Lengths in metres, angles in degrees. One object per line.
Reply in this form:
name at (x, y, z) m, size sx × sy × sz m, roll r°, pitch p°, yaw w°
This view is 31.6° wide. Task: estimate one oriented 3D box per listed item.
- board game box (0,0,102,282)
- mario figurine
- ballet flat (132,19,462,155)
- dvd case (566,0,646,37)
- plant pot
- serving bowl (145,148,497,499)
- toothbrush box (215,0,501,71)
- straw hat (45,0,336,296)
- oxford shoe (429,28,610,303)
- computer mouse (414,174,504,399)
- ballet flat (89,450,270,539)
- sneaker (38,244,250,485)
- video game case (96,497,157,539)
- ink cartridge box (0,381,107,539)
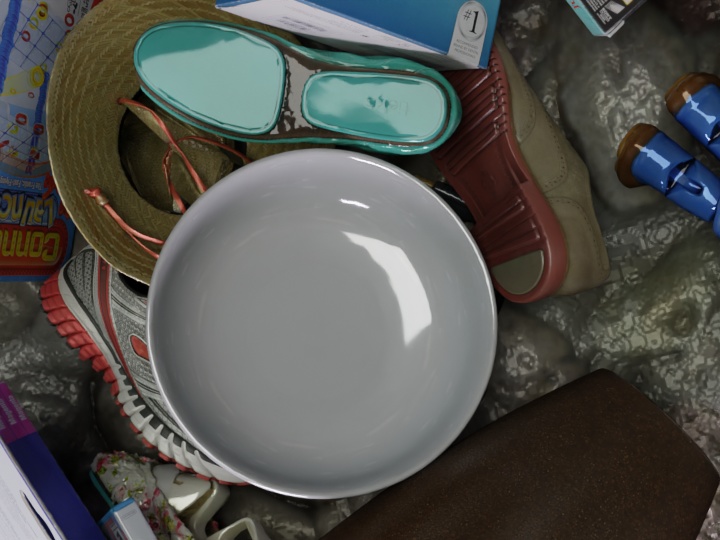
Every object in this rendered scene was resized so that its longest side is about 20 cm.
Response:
board game box at (-0.234, -0.093, 0.791) m, size 0.056 × 0.200 × 0.196 m, roll 11°, pitch 93°, yaw 13°
mario figurine at (0.244, -0.019, 0.741) m, size 0.200 × 0.106 × 0.123 m, roll 49°, pitch 137°, yaw 21°
ballet flat at (-0.037, -0.105, 0.767) m, size 0.200 × 0.070 × 0.067 m, roll 12°, pitch 93°, yaw 9°
dvd case at (0.161, -0.248, 0.702) m, size 0.200 × 0.022 × 0.146 m, roll -42°, pitch 102°, yaw -3°
plant pot at (0.102, 0.159, 0.725) m, size 0.200 × 0.187 × 0.187 m, roll -44°, pitch 79°, yaw -4°
serving bowl at (-0.024, 0.033, 0.746) m, size 0.200 × 0.066 × 0.200 m, roll 1°, pitch 80°, yaw -8°
toothbrush box at (0.015, -0.230, 0.738) m, size 0.085 × 0.146 × 0.200 m, roll 11°, pitch 90°, yaw 56°
straw hat at (-0.120, -0.077, 0.815) m, size 0.201 × 0.085 × 0.201 m, roll 6°, pitch 77°, yaw -26°
oxford shoe at (0.094, -0.072, 0.781) m, size 0.070 × 0.075 × 0.200 m, roll -34°, pitch 64°, yaw 47°
computer mouse at (0.000, 0.000, 0.806) m, size 0.200 × 0.046 × 0.140 m, roll 22°, pitch 96°, yaw 14°
ballet flat at (-0.095, 0.171, 0.806) m, size 0.064 × 0.076 × 0.200 m, roll -48°, pitch 61°, yaw 3°
sneaker at (-0.121, 0.057, 0.822) m, size 0.082 × 0.078 × 0.200 m, roll -44°, pitch 80°, yaw 10°
video game case at (-0.114, 0.246, 0.798) m, size 0.018 × 0.143 × 0.200 m, roll -28°, pitch 81°, yaw -30°
ink cartridge box at (-0.191, 0.171, 0.796) m, size 0.043 × 0.200 × 0.196 m, roll -30°, pitch 79°, yaw -33°
